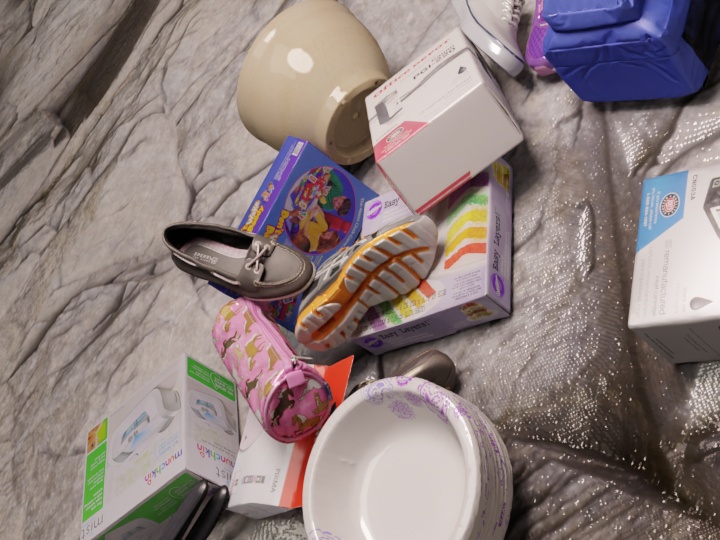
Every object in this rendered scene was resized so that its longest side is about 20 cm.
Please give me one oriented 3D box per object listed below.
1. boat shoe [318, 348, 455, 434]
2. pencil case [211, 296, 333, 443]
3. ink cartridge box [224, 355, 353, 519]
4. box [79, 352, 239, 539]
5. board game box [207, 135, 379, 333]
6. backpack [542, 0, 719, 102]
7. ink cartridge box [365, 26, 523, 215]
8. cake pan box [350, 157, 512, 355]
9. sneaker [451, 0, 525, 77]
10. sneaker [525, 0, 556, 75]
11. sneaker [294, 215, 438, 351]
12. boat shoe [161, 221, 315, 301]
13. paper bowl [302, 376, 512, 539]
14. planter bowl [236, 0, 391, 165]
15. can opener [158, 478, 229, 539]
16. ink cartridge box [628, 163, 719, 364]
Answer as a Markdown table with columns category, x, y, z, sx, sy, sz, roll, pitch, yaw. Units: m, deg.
| category | x | y | z | sx | sy | sz | roll | pitch | yaw |
| --- | --- | --- | --- | --- | --- | --- | --- | --- | --- |
| boat shoe | 0.014 | 0.146 | 1.132 | 0.200 | 0.074 | 0.074 | -44 | 40 | 15 |
| pencil case | -0.100 | 0.100 | 1.168 | 0.087 | 0.083 | 0.200 | -46 | 33 | 0 |
| ink cartridge box | -0.082 | 0.178 | 1.183 | 0.200 | 0.056 | 0.165 | 139 | 148 | -63 |
| box | -0.244 | 0.238 | 1.331 | 0.199 | 0.096 | 0.178 | -37 | 38 | 25 |
| board game box | -0.078 | -0.039 | 1.306 | 0.045 | 0.134 | 0.202 | 23 | 82 | 51 |
| backpack | 0.279 | -0.291 | 1.067 | 0.161 | 0.168 | 0.203 | 8 | 67 | 42 |
| ink cartridge box | 0.087 | -0.170 | 1.203 | 0.145 | 0.085 | 0.201 | -35 | 23 | 15 |
| cake pan box | 0.077 | -0.017 | 1.193 | 0.198 | 0.052 | 0.187 | -20 | 50 | 39 |
| sneaker | 0.157 | -0.297 | 1.263 | 0.071 | 0.073 | 0.201 | -44 | 34 | 21 |
| sneaker | 0.220 | -0.317 | 1.206 | 0.080 | 0.088 | 0.203 | 8 | 72 | 47 |
| sneaker | 0.000 | 0.000 | 1.168 | 0.199 | 0.078 | 0.078 | -38 | 33 | 22 |
| boat shoe | -0.142 | -0.014 | 1.210 | 0.197 | 0.057 | 0.068 | 11 | 68 | 33 |
| paper bowl | 0.050 | 0.208 | 1.012 | 0.198 | 0.104 | 0.204 | -16 | 63 | 34 |
| planter bowl | -0.037 | -0.216 | 1.350 | 0.135 | 0.200 | 0.201 | 41 | 97 | 34 |
| can opener | -0.211 | 0.318 | 1.242 | 0.202 | 0.063 | 0.079 | -62 | 37 | 24 |
| ink cartridge box | 0.330 | -0.013 | 0.886 | 0.198 | 0.083 | 0.147 | -11 | 57 | 43 |
